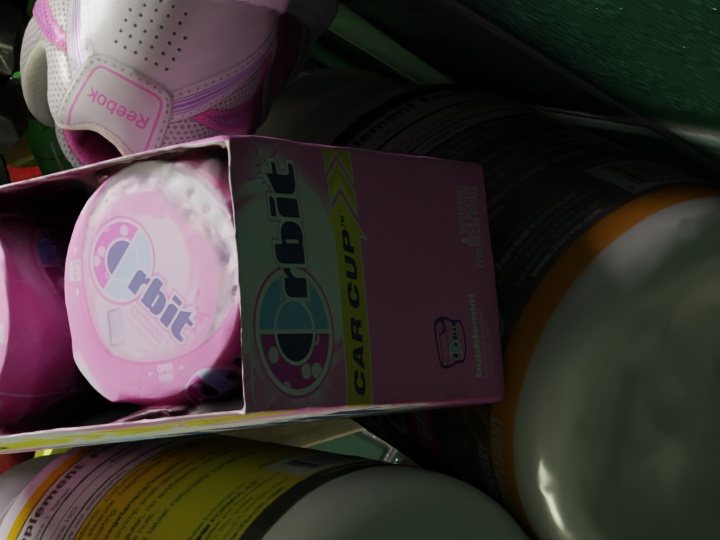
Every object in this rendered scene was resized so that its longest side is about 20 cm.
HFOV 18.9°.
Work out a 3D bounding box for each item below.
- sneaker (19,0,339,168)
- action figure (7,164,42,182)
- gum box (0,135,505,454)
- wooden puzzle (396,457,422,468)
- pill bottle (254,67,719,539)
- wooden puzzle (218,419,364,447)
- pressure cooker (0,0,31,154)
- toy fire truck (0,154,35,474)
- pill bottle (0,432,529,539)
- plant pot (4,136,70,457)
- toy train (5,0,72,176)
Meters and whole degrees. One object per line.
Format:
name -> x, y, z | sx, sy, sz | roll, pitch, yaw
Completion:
sneaker -> -0.061, -0.067, 0.639 | 0.081, 0.089, 0.200 | 29, 180, 2
action figure -> -0.058, -0.017, 0.989 | 0.199, 0.100, 0.065 | -12, 174, 0
gum box -> -0.076, 0.014, 0.584 | 0.199, 0.067, 0.113 | -9, 174, 35
wooden puzzle -> 0.115, 0.074, 0.689 | 0.199, 0.037, 0.184 | -25, -147, -35
pill bottle -> 0.042, 0.007, 0.667 | 0.116, 0.117, 0.200 | 30, 180, -39
wooden puzzle -> 0.000, 0.000, 0.846 | 0.199, 0.047, 0.185 | -20, -151, -23
pressure cooker -> -0.201, -0.090, 0.683 | 0.178, 0.200, 0.176 | 20, 144, 21
toy fire truck -> -0.157, 0.021, 0.802 | 0.200, 0.128, 0.177 | -106, 3, -55
pill bottle -> -0.043, 0.106, 0.642 | 0.112, 0.113, 0.199 | 30, 164, -33
plant pot -> -0.115, -0.008, 1.109 | 0.182, 0.199, 0.200 | 107, 138, -83
toy train -> -0.117, -0.076, 0.853 | 0.042, 0.056, 0.201 | 27, 149, 37
